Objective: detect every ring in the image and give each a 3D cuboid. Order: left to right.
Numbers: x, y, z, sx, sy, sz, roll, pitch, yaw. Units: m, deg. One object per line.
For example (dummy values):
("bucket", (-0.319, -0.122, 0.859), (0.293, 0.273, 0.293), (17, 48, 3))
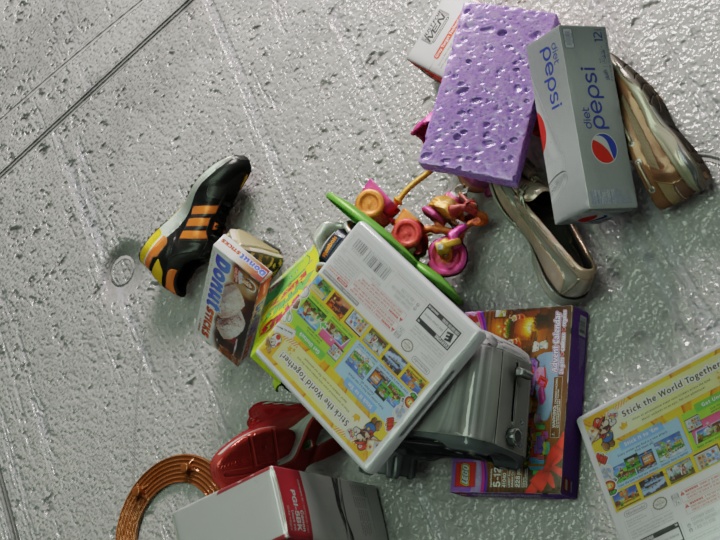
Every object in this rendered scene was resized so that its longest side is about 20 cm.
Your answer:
("ring", (-0.231, 0.324, 1.872), (0.199, 0.019, 0.202), (-12, 69, 33))

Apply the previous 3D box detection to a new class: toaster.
("toaster", (0.089, 0.131, 1.595), (0.199, 0.113, 0.130), (0, 71, 41))

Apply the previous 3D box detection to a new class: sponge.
("sponge", (0.142, -0.194, 1.664), (0.111, 0.030, 0.201), (11, 75, 21))

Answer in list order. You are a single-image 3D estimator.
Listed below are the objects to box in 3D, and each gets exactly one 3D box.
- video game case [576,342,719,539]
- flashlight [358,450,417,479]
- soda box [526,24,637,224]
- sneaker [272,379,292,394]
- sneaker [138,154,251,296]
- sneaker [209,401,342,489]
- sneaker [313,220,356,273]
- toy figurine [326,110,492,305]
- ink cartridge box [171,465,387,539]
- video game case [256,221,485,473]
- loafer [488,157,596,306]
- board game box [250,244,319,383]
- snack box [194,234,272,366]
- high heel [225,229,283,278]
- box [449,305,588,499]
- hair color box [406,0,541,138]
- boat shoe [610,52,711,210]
("video game case", (0.328, 0.185, 1.506), (0.199, 0.023, 0.183), (-32, 58, 25))
("flashlight", (0.040, 0.128, 1.690), (0.067, 0.068, 0.202), (8, 88, -7))
("soda box", (0.231, -0.152, 1.601), (0.068, 0.063, 0.202), (-26, 70, 61))
("sneaker", (-0.016, 0.089, 1.752), (0.200, 0.083, 0.072), (-40, 56, 19))
("sneaker", (-0.193, -0.054, 1.950), (0.200, 0.070, 0.090), (-47, 68, 14))
("sneaker", (-0.113, 0.201, 1.735), (0.115, 0.199, 0.079), (-1, 100, 47))
("sneaker", (0.000, 0.000, 1.670), (0.079, 0.079, 0.200), (-54, 26, 0))
("toy figurine", (0.093, -0.092, 1.721), (0.200, 0.150, 0.184), (39, 90, 16))
("ink cartridge box", (-0.083, 0.286, 1.661), (0.146, 0.200, 0.083), (-28, 63, 26))
("video game case", (0.007, 0.076, 1.570), (0.182, 0.023, 0.200), (-51, 56, 6))
("loafer", (0.201, -0.059, 1.642), (0.201, 0.071, 0.063), (66, 150, 24))
("board game box", (-0.065, 0.040, 1.753), (0.102, 0.048, 0.200), (-42, 14, 17))
("snack box", (-0.149, 0.037, 1.765), (0.072, 0.200, 0.024), (39, 58, 12))
("high heel", (-0.153, 0.026, 1.818), (0.071, 0.200, 0.143), (31, 91, 7))
("box", (0.169, 0.141, 1.626), (0.136, 0.039, 0.202), (-6, 72, 36))
("hair color box", (0.157, -0.238, 1.750), (0.200, 0.061, 0.102), (36, 96, 37))
("boat shoe", (0.292, -0.149, 1.614), (0.072, 0.076, 0.201), (-40, 54, 21))
